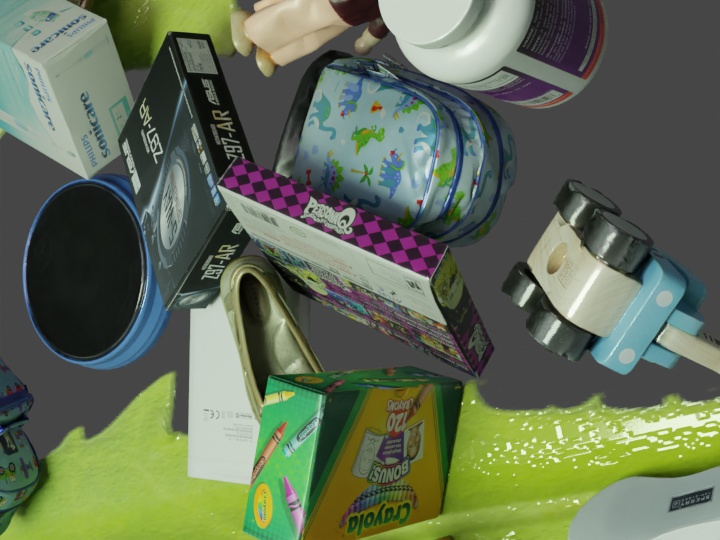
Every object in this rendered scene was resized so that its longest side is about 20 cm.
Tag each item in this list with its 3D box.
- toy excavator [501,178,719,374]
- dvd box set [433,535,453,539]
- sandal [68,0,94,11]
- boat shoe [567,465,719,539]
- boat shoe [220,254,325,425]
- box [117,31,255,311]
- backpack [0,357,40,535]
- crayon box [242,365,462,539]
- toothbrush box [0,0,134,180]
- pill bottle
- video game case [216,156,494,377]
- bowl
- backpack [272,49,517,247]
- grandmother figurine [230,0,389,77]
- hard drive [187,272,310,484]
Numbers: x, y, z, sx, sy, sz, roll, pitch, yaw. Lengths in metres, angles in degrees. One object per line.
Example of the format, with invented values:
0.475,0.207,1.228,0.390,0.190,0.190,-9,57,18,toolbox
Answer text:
0.224,0.040,0.841,0.100,0.199,0.195,-61,19,18,toy excavator
0.051,0.279,0.881,0.029,0.199,0.147,-44,67,22,dvd box set
-0.325,-0.303,1.249,0.199,0.054,0.081,27,98,47,sandal
0.235,0.186,0.837,0.065,0.074,0.199,45,144,-17,boat shoe
-0.068,0.086,1.013,0.073,0.063,0.202,-18,100,-4,boat shoe
-0.158,-0.090,1.079,0.160,0.043,0.201,-50,51,45,box
-0.412,0.176,1.220,0.134,0.182,0.201,-37,82,9,backpack
-0.001,0.142,0.921,0.058,0.199,0.120,13,96,34,crayon box
-0.324,-0.201,1.177,0.199,0.085,0.147,29,148,33,toothbrush box
0.098,-0.187,0.864,0.112,0.199,0.114,-1,88,33,pill bottle
0.000,0.000,0.934,0.199,0.182,0.036,24,72,28,video game case
-0.271,0.001,1.206,0.199,0.039,0.203,-1,88,34,bowl
0.028,-0.089,0.958,0.199,0.154,0.165,20,94,21,backpack
-0.016,-0.230,0.997,0.199,0.121,0.061,-17,66,28,grandmother figurine
-0.105,0.096,1.098,0.131,0.027,0.202,0,89,34,hard drive
